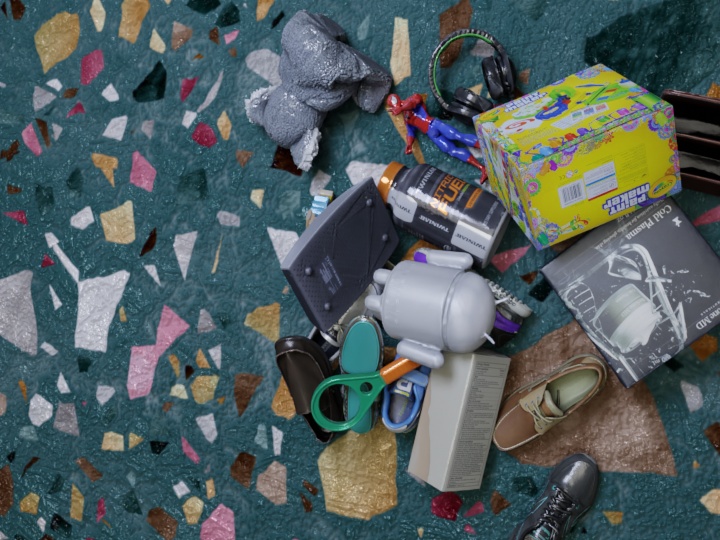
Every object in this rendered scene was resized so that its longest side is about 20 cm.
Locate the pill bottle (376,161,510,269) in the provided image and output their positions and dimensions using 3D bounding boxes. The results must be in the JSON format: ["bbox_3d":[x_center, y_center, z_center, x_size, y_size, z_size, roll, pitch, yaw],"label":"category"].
[{"bbox_3d":[0.120,-0.092,1.104,0.197,0.106,0.108,27,96,14],"label":"pill bottle"}]

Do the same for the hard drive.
[{"bbox_3d":[-0.028,-0.026,1.054,0.042,0.136,0.201,10,49,42],"label":"hard drive"}]

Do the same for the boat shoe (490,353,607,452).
[{"bbox_3d":[0.272,0.191,1.073,0.199,0.074,0.076,-42,79,11],"label":"boat shoe"}]

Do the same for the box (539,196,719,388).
[{"bbox_3d":[0.384,0.018,1.020,0.199,0.124,0.198,-38,82,12],"label":"box"}]

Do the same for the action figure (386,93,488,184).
[{"bbox_3d":[0.106,-0.200,1.114,0.199,0.099,0.066,39,140,15],"label":"action figure"}]

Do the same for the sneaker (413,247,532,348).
[{"bbox_3d":[0.151,0.046,1.112,0.198,0.069,0.101,33,100,14],"label":"sneaker"}]

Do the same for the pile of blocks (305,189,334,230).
[{"bbox_3d":[-0.049,-0.062,1.124,0.061,0.202,0.083,8,136,3],"label":"pile of blocks"}]

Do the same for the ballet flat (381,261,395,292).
[{"bbox_3d":[0.000,0.000,1.169,0.197,0.069,0.064,25,68,12],"label":"ballet flat"}]

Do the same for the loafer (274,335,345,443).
[{"bbox_3d":[-0.073,0.185,1.122,0.072,0.072,0.202,-17,122,18],"label":"loafer"}]

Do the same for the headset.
[{"bbox_3d":[0.187,-0.266,1.093,0.200,0.094,0.123,45,101,-5],"label":"headset"}]

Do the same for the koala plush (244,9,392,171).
[{"bbox_3d":[-0.085,-0.275,1.143,0.177,0.183,0.201,45,112,12],"label":"koala plush"}]

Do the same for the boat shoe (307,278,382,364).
[{"bbox_3d":[-0.033,0.092,1.137,0.073,0.065,0.202,34,118,6],"label":"boat shoe"}]

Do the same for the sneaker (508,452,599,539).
[{"bbox_3d":[0.283,0.359,1.065,0.075,0.079,0.202,32,96,14],"label":"sneaker"}]

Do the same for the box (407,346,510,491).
[{"bbox_3d":[0.146,0.213,1.088,0.077,0.094,0.205,16,92,49],"label":"box"}]

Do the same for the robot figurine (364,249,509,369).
[{"bbox_3d":[0.106,0.052,1.039,0.196,0.113,0.173,10,75,27],"label":"robot figurine"}]

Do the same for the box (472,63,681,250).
[{"bbox_3d":[0.278,-0.157,0.969,0.196,0.194,0.124,-22,122,2],"label":"box"}]

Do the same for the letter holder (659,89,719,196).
[{"bbox_3d":[0.485,-0.161,0.982,0.196,0.142,0.103,17,94,15],"label":"letter holder"}]

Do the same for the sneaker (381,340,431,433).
[{"bbox_3d":[0.080,0.155,1.124,0.072,0.082,0.205,14,92,17],"label":"sneaker"}]

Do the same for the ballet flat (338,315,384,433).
[{"bbox_3d":[0.004,0.150,1.129,0.073,0.074,0.204,12,115,15],"label":"ballet flat"}]

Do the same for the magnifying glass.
[{"bbox_3d":[0.016,0.167,1.082,0.198,0.022,0.080,-31,101,8],"label":"magnifying glass"}]
